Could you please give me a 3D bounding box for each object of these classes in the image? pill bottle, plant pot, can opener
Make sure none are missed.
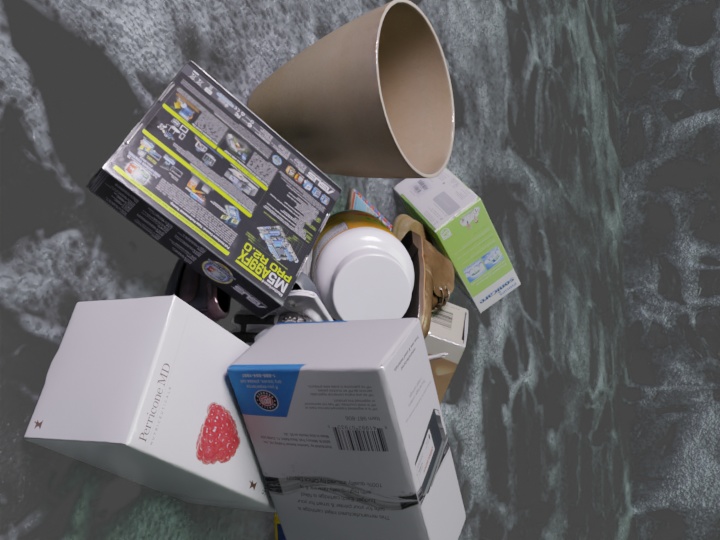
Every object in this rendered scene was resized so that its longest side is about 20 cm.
[{"bbox_3d":[0.000,0.000,0.843,0.200,0.110,0.112,-118,-167,-75],"label":"pill bottle"},{"bbox_3d":[-0.022,-0.184,0.835,0.187,0.199,0.189,14,73,-59],"label":"plant pot"},{"bbox_3d":[-0.023,0.086,0.772,0.200,0.053,0.067,59,31,-31],"label":"can opener"}]

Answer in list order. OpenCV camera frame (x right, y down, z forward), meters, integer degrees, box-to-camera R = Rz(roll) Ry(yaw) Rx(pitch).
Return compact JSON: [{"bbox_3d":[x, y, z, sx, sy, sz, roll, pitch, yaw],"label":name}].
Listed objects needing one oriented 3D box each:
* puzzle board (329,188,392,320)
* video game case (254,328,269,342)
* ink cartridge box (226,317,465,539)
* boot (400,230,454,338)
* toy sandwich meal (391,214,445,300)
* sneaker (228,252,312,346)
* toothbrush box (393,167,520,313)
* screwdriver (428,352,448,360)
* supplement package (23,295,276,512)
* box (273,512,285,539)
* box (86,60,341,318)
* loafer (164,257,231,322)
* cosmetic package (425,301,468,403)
[{"bbox_3d":[0.015,0.007,1.050,0.151,0.017,0.201,40,51,-51],"label":"puzzle board"},{"bbox_3d":[-0.021,0.169,0.737,0.023,0.182,0.201,-37,134,-44],"label":"video game case"},{"bbox_3d":[-0.007,0.148,0.622,0.084,0.144,0.201,-44,124,-55],"label":"ink cartridge box"},{"bbox_3d":[0.081,0.025,0.889,0.075,0.074,0.200,28,31,-12],"label":"boot"},{"bbox_3d":[0.059,0.016,1.051,0.205,0.070,0.206,-12,90,-68],"label":"toy sandwich meal"},{"bbox_3d":[-0.088,0.013,0.825,0.081,0.075,0.201,41,59,-60],"label":"sneaker"},{"bbox_3d":[0.152,-0.054,1.160,0.200,0.086,0.146,53,0,-41],"label":"toothbrush box"},{"bbox_3d":[-0.001,0.110,0.812,0.029,0.199,0.028,24,55,-60],"label":"screwdriver"},{"bbox_3d":[-0.153,0.120,0.636,0.200,0.119,0.122,44,50,-48],"label":"supplement package"},{"bbox_3d":[-0.018,0.295,0.877,0.200,0.070,0.065,3,81,-62],"label":"box"},{"bbox_3d":[-0.128,-0.077,0.705,0.200,0.044,0.161,39,52,-20],"label":"box"},{"bbox_3d":[-0.136,-0.033,0.748,0.072,0.063,0.201,44,49,-48],"label":"loafer"},{"bbox_3d":[0.071,0.143,0.954,0.105,0.071,0.201,-67,176,-63],"label":"cosmetic package"}]
